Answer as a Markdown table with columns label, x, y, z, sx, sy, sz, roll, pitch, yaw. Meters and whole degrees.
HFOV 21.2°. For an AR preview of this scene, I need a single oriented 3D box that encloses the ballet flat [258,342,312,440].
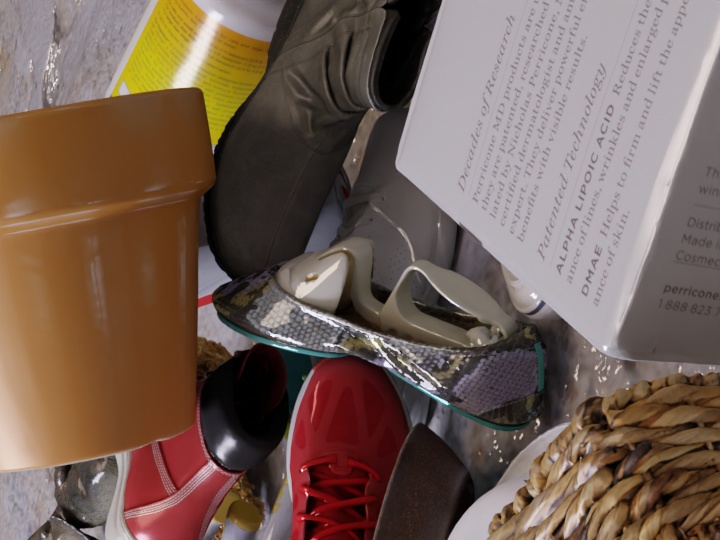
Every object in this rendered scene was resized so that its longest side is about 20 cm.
| label | x | y | z | sx | sy | sz | roll | pitch | yaw |
| --- | --- | --- | --- | --- | --- | --- | --- | --- | --- |
| ballet flat | -0.041 | 0.031 | 1.219 | 0.067 | 0.067 | 0.200 | 87 | 173 | -59 |

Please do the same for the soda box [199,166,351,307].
| label | x | y | z | sx | sy | sz | roll | pitch | yaw |
| --- | --- | --- | --- | --- | --- | --- | --- | --- | --- |
| soda box | -0.103 | -0.020 | 1.185 | 0.068 | 0.199 | 0.064 | 61 | -167 | -58 |

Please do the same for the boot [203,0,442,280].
| label | x | y | z | sx | sy | sz | roll | pitch | yaw |
| --- | --- | --- | --- | --- | --- | --- | --- | --- | --- |
| boot | -0.018 | -0.089 | 1.070 | 0.131 | 0.068 | 0.201 | -7 | 63 | 61 |

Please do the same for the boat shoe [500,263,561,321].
| label | x | y | z | sx | sy | sz | roll | pitch | yaw |
| --- | --- | --- | --- | --- | --- | --- | --- | --- | --- |
| boat shoe | 0.075 | -0.071 | 1.007 | 0.071 | 0.070 | 0.201 | -31 | 56 | 56 |

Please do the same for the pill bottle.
| label | x | y | z | sx | sy | sz | roll | pitch | yaw |
| --- | --- | --- | --- | --- | --- | --- | --- | --- | --- |
| pill bottle | -0.093 | -0.161 | 1.314 | 0.200 | 0.109 | 0.109 | -56 | 37 | 41 |

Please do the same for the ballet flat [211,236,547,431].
| label | x | y | z | sx | sy | sz | roll | pitch | yaw |
| --- | --- | --- | --- | --- | --- | --- | --- | --- | --- |
| ballet flat | 0.012 | 0.020 | 1.023 | 0.200 | 0.072 | 0.072 | 20 | 103 | 24 |

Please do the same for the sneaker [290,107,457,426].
| label | x | y | z | sx | sy | sz | roll | pitch | yaw |
| --- | --- | --- | --- | --- | --- | --- | --- | --- | --- |
| sneaker | 0.000 | 0.000 | 1.112 | 0.075 | 0.088 | 0.201 | -10 | 73 | 63 |

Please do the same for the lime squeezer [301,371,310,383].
| label | x | y | z | sx | sy | sz | roll | pitch | yaw |
| --- | --- | --- | --- | --- | --- | --- | --- | --- | --- |
| lime squeezer | 0.001 | 0.159 | 1.087 | 0.038 | 0.070 | 0.201 | -119 | 30 | -77 |

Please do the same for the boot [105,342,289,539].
| label | x | y | z | sx | sy | sz | roll | pitch | yaw |
| --- | --- | --- | --- | --- | --- | --- | --- | --- | --- |
| boot | -0.091 | 0.075 | 1.163 | 0.144 | 0.072 | 0.200 | -52 | 24 | 23 |

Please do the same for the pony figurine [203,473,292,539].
| label | x | y | z | sx | sy | sz | roll | pitch | yaw |
| --- | --- | --- | --- | --- | --- | --- | --- | --- | --- |
| pony figurine | -0.091 | 0.237 | 1.181 | 0.200 | 0.166 | 0.193 | -60 | 17 | 20 |

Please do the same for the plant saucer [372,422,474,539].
| label | x | y | z | sx | sy | sz | roll | pitch | yaw |
| --- | --- | --- | --- | --- | --- | --- | --- | --- | --- |
| plant saucer | 0.027 | 0.179 | 0.975 | 0.200 | 0.034 | 0.201 | 10 | -90 | -79 |

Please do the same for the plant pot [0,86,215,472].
| label | x | y | z | sx | sy | sz | roll | pitch | yaw |
| --- | --- | --- | --- | --- | --- | --- | --- | --- | --- |
| plant pot | -0.167 | 0.007 | 1.058 | 0.200 | 0.200 | 0.184 | -3 | 99 | 62 |

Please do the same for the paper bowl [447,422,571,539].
| label | x | y | z | sx | sy | sz | roll | pitch | yaw |
| --- | --- | --- | --- | --- | --- | --- | --- | --- | --- |
| paper bowl | 0.102 | 0.167 | 0.855 | 0.201 | 0.104 | 0.201 | -22 | 64 | 59 |

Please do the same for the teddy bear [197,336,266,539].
| label | x | y | z | sx | sy | sz | roll | pitch | yaw |
| --- | --- | --- | --- | --- | --- | --- | --- | --- | --- |
| teddy bear | -0.105 | 0.143 | 1.317 | 0.145 | 0.067 | 0.201 | 157 | 111 | -69 |

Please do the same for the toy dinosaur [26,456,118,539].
| label | x | y | z | sx | sy | sz | roll | pitch | yaw |
| --- | --- | --- | --- | --- | --- | --- | --- | --- | --- |
| toy dinosaur | -0.204 | 0.156 | 1.501 | 0.200 | 0.077 | 0.102 | -53 | 51 | 36 |

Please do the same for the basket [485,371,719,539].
| label | x | y | z | sx | sy | sz | roll | pitch | yaw |
| --- | --- | --- | --- | --- | --- | --- | --- | --- | --- |
| basket | 0.157 | 0.132 | 0.653 | 0.143 | 0.199 | 0.149 | -58 | 33 | 36 |

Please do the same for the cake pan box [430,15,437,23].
| label | x | y | z | sx | sy | sz | roll | pitch | yaw |
| --- | --- | --- | --- | --- | --- | --- | --- | --- | --- |
| cake pan box | 0.041 | -0.252 | 1.146 | 0.184 | 0.052 | 0.201 | -23 | 63 | 57 |

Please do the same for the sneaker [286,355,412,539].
| label | x | y | z | sx | sy | sz | roll | pitch | yaw |
| --- | --- | --- | --- | --- | --- | --- | --- | --- | --- |
| sneaker | -0.005 | 0.140 | 1.005 | 0.116 | 0.078 | 0.201 | 83 | -175 | -84 |

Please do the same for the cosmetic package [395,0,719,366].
| label | x | y | z | sx | sy | sz | roll | pitch | yaw |
| --- | --- | --- | --- | --- | --- | --- | --- | --- | --- |
| cosmetic package | 0.142 | -0.071 | 0.775 | 0.200 | 0.164 | 0.165 | 46 | 123 | 58 |
